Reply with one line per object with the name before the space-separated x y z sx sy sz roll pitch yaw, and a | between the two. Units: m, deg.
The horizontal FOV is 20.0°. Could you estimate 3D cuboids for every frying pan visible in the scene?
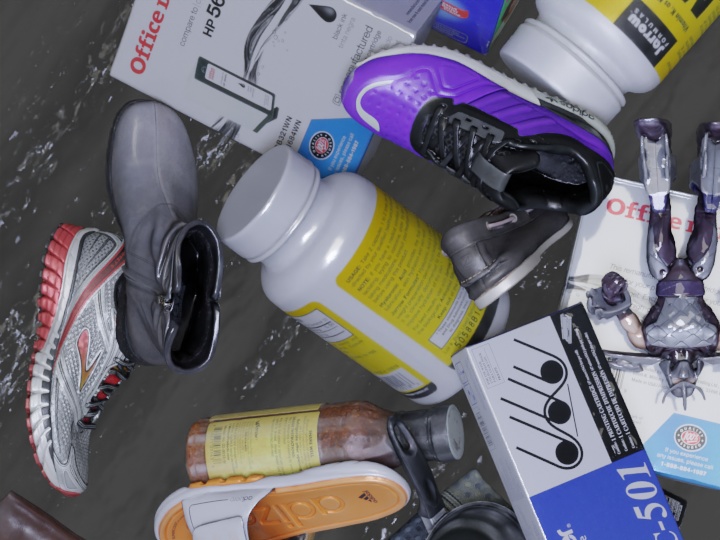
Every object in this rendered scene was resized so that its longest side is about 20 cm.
frying pan | 0.055 0.199 1.430 0.190 0.031 0.115 40 66 -25

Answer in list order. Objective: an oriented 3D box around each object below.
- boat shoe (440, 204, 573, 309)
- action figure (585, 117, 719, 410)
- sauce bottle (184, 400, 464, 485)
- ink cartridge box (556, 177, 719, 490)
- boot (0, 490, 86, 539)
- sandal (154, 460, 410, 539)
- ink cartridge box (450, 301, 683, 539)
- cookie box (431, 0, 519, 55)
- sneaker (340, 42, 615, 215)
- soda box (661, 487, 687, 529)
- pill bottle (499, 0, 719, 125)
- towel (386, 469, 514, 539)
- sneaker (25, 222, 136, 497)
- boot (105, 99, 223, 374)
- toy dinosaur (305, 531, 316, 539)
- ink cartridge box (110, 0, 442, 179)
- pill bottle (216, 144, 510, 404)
boat shoe | 0.102 -0.028 1.435 0.067 0.200 0.057 -36 93 20
action figure | 0.220 -0.003 1.411 0.130 0.069 0.200 0 88 -1
sauce bottle | -0.026 0.128 1.473 0.200 0.066 0.066 -6 85 21
ink cartridge box | 0.213 0.046 1.482 0.145 0.084 0.200 13 86 5
boot | -0.218 0.279 1.500 0.200 0.064 0.186 22 95 10
sandal | -0.063 0.184 1.453 0.207 0.079 0.059 -16 43 27
ink cartridge box | 0.145 0.131 1.402 0.094 0.044 0.200 -20 83 -16
cookie box | 0.045 -0.257 1.450 0.171 0.200 0.075 27 72 4
sneaker | 0.083 -0.089 1.392 0.200 0.100 0.070 17 123 -7
soda box | 0.164 0.245 1.446 0.063 0.071 0.200 27 71 -20
pill bottle | 0.201 -0.203 1.487 0.114 0.114 0.200 40 89 5
towel | 0.079 0.276 1.483 0.193 0.035 0.200 -40 84 -18
sneaker | -0.199 0.067 1.503 0.082 0.078 0.200 6 86 2
boot | -0.129 -0.028 1.435 0.070 0.132 0.200 -5 89 -21
toy dinosaur | -0.050 0.249 1.503 0.106 0.060 0.200 -3 89 -23
ink cartridge box | -0.064 -0.169 1.482 0.200 0.084 0.146 26 121 4
pill bottle | 0.000 0.000 1.447 0.200 0.111 0.111 36 88 -22
